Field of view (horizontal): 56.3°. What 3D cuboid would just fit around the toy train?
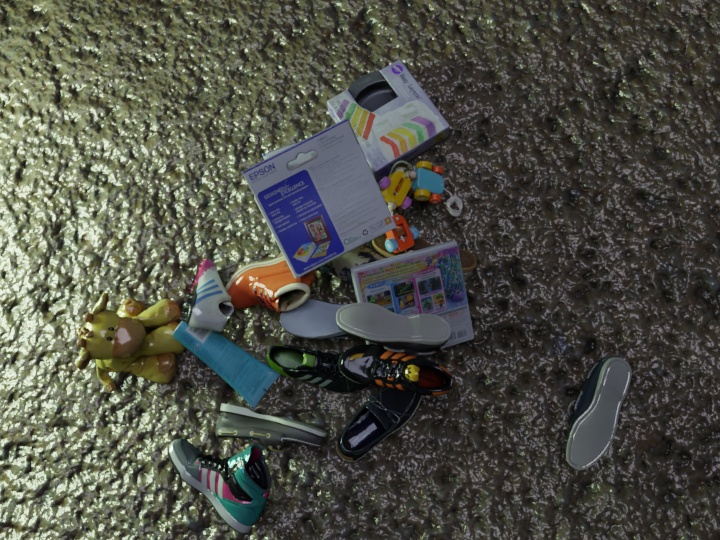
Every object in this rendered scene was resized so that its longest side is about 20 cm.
[{"bbox_3d":[0.094,-0.114,1.244,0.199,0.055,0.152,-32,99,-35],"label":"toy train"}]

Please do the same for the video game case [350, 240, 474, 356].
[{"bbox_3d":[0.095,0.060,1.193,0.197,0.024,0.185,-15,102,-11],"label":"video game case"}]

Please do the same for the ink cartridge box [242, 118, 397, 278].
[{"bbox_3d":[-0.066,-0.119,1.126,0.196,0.047,0.202,-26,104,-1],"label":"ink cartridge box"}]

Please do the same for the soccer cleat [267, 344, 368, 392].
[{"bbox_3d":[-0.072,0.172,1.196,0.197,0.081,0.068,9,72,6],"label":"soccer cleat"}]

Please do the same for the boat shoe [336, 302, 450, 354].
[{"bbox_3d":[0.052,0.103,1.145,0.197,0.061,0.075,5,51,-11],"label":"boat shoe"}]

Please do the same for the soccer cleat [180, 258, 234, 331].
[{"bbox_3d":[-0.271,0.049,1.226,0.085,0.201,0.070,19,115,-15],"label":"soccer cleat"}]

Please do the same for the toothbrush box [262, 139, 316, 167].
[{"bbox_3d":[-0.086,-0.157,1.245,0.145,0.200,0.086,-18,73,-4],"label":"toothbrush box"}]

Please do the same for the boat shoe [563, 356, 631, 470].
[{"bbox_3d":[0.396,0.240,1.151,0.074,0.062,0.202,22,82,-6],"label":"boat shoe"}]

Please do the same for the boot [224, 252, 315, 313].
[{"bbox_3d":[-0.169,0.037,1.214,0.198,0.075,0.108,-24,42,22],"label":"boot"}]

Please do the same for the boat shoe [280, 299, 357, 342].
[{"bbox_3d":[-0.046,0.091,1.229,0.196,0.068,0.075,-8,68,-6],"label":"boat shoe"}]

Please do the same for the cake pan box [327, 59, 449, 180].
[{"bbox_3d":[0.054,-0.309,1.367,0.183,0.052,0.201,-29,72,-8],"label":"cake pan box"}]

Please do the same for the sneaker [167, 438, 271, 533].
[{"bbox_3d":[-0.226,0.330,1.136,0.200,0.084,0.121,41,100,8],"label":"sneaker"}]

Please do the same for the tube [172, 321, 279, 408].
[{"bbox_3d":[-0.246,0.157,1.216,0.199,0.050,0.078,39,82,-6],"label":"tube"}]

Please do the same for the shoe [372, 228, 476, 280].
[{"bbox_3d":[0.114,-0.023,1.251,0.197,0.054,0.071,16,54,1],"label":"shoe"}]

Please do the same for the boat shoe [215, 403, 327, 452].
[{"bbox_3d":[-0.157,0.283,1.173,0.198,0.072,0.061,10,76,15],"label":"boat shoe"}]

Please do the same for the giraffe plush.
[{"bbox_3d":[-0.425,0.117,1.194,0.197,0.162,0.175,-16,71,-2],"label":"giraffe plush"}]

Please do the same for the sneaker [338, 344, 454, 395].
[{"bbox_3d":[0.064,0.166,1.130,0.197,0.090,0.071,14,78,-8],"label":"sneaker"}]

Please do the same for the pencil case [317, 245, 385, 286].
[{"bbox_3d":[0.000,0.000,1.253,0.198,0.090,0.078,27,47,12],"label":"pencil case"}]

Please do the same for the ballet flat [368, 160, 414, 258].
[{"bbox_3d":[0.058,-0.120,1.294,0.067,0.064,0.202,15,73,6],"label":"ballet flat"}]

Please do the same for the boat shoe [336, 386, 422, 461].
[{"bbox_3d":[0.037,0.252,1.173,0.200,0.062,0.075,-41,73,-12],"label":"boat shoe"}]
